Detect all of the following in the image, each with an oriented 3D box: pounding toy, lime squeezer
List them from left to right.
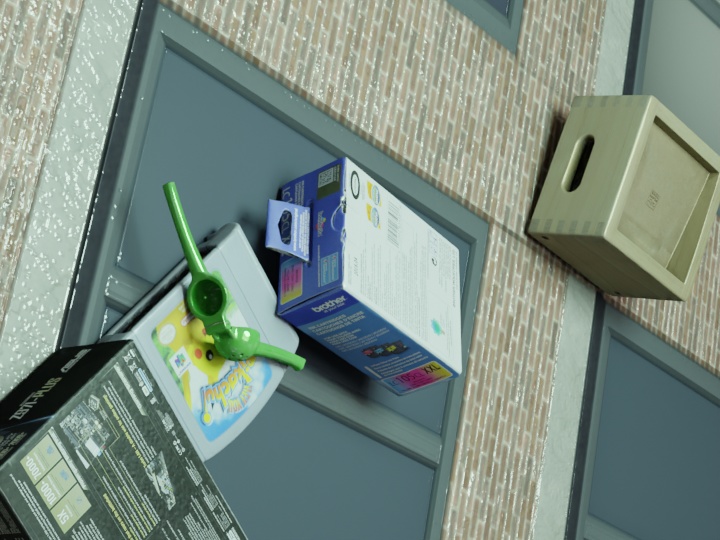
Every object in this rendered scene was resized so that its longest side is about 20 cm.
[{"bbox_3d":[-0.102,0.024,1.443,0.200,0.038,0.071,55,47,-27],"label":"lime squeezer"},{"bbox_3d":[0.276,-0.088,1.903,0.184,0.142,0.201,34,70,-41],"label":"pounding toy"}]

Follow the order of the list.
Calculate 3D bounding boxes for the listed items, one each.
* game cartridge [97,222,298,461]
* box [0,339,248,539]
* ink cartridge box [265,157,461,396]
[{"bbox_3d":[-0.127,0.069,1.461,0.200,0.040,0.134,-48,123,-42],"label":"game cartridge"},{"bbox_3d":[-0.191,0.178,1.326,0.164,0.086,0.200,-48,119,-42],"label":"box"},{"bbox_3d":[0.000,0.000,1.566,0.200,0.076,0.137,39,40,-41],"label":"ink cartridge box"}]
